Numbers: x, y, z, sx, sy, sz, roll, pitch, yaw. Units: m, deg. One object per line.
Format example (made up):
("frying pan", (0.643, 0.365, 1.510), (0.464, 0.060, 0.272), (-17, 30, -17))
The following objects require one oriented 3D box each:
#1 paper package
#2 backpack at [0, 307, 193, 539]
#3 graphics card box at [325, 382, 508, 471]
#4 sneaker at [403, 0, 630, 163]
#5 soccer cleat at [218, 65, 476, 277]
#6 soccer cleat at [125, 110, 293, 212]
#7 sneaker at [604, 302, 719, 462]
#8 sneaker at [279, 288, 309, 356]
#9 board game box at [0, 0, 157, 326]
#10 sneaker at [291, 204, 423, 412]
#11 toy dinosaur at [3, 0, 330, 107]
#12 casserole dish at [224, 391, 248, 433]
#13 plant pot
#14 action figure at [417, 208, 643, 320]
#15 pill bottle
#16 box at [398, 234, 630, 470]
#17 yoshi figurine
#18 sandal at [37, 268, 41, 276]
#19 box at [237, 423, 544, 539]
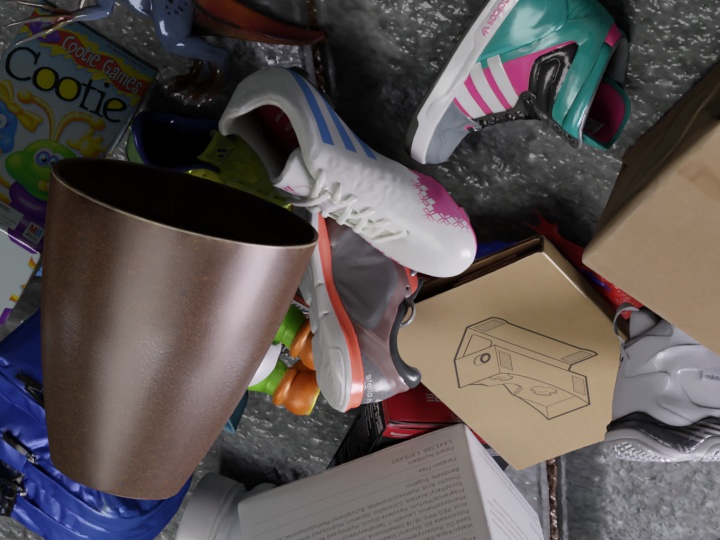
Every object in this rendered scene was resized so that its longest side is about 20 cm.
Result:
("paper package", (0.278, -0.030, 1.462), (0.200, 0.104, 0.191), (34, 139, -7))
("backpack", (-0.234, 0.139, 1.860), (0.200, 0.163, 0.168), (40, 144, 6))
("graphics card box", (0.046, 0.156, 1.802), (0.125, 0.051, 0.200), (2, 145, -18))
("sneaker", (0.115, -0.114, 1.484), (0.121, 0.084, 0.200), (37, 140, 3))
("soccer cleat", (-0.013, -0.055, 1.520), (0.200, 0.086, 0.070), (40, 128, 4))
("soccer cleat", (-0.083, -0.067, 1.651), (0.199, 0.065, 0.084), (17, 151, 15))
("sneaker", (0.268, 0.073, 1.566), (0.199, 0.116, 0.075), (-2, 179, -2))
("sneaker", (-0.052, 0.044, 1.747), (0.199, 0.082, 0.078), (27, 141, -1))
("board game box", (-0.245, -0.079, 1.625), (0.103, 0.200, 0.105), (31, 140, -5))
("sneaker", (0.000, 0.000, 1.590), (0.081, 0.201, 0.077), (-6, 167, -13))
("toy dinosaur", (-0.151, -0.208, 1.561), (0.199, 0.105, 0.182), (-25, 111, 0))
("casserole dish", (-0.152, 0.055, 1.810), (0.121, 0.039, 0.200), (31, 161, 39))
("plant pot", (-0.143, 0.046, 1.531), (0.186, 0.187, 0.201), (18, 103, 11))
("action figure", (0.132, -0.002, 1.620), (0.199, 0.052, 0.066), (14, 145, 8))
("pill bottle", (-0.056, 0.252, 1.955), (0.199, 0.113, 0.113), (19, 141, 10))
("box", (0.122, 0.065, 1.638), (0.163, 0.021, 0.200), (-23, 130, 31))
("yoshi figurine", (-0.115, 0.028, 1.669), (0.199, 0.113, 0.112), (20, 168, -4))
("sandal", (-0.293, -0.064, 1.762), (0.079, 0.087, 0.200), (-3, 134, 29))
("box", (0.036, 0.242, 1.761), (0.199, 0.131, 0.199), (-20, 147, 12))
